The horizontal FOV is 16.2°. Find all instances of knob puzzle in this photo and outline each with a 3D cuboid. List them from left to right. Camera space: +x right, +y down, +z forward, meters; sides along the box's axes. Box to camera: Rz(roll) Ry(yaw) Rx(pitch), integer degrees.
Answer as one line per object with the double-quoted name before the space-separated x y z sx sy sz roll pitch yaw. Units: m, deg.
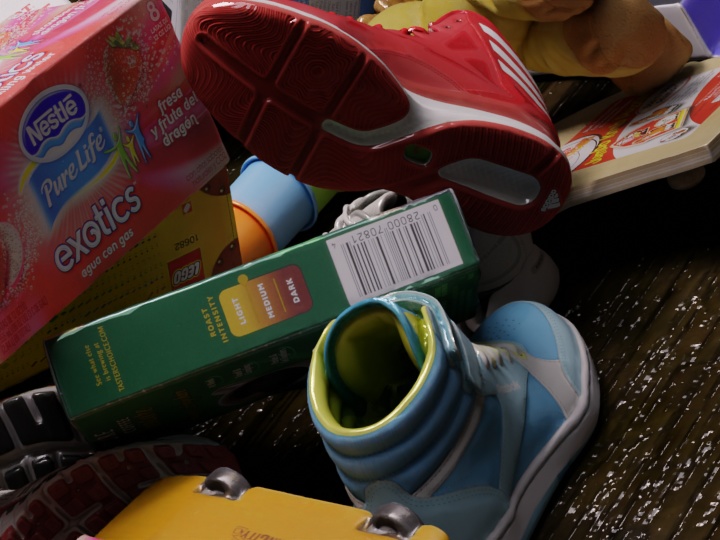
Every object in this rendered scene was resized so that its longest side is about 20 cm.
"knob puzzle" 0.139 -0.062 1.335 0.218 0.031 0.220 -25 13 6

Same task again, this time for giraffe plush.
"giraffe plush" 0.058 -0.128 1.384 0.162 0.172 0.200 -47 37 9

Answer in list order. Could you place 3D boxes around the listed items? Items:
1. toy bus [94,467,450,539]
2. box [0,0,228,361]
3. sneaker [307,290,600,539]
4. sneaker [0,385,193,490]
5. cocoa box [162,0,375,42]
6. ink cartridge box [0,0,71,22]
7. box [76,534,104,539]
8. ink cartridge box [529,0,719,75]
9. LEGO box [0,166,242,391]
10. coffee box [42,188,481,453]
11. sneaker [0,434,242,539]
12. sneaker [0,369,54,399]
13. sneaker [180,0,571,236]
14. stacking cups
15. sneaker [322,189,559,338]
"toy bus" -0.038 0.138 1.071 0.199 0.079 0.065 7 39 46
"box" -0.166 -0.039 1.153 0.102 0.095 0.200 -5 28 40
"sneaker" 0.042 0.043 1.119 0.079 0.131 0.200 -12 29 26
"sneaker" -0.178 0.094 1.281 0.198 0.079 0.090 -10 12 10
"cocoa box" -0.078 -0.200 1.621 0.130 0.134 0.200 -2 21 -18
"ink cartridge box" -0.198 -0.097 1.549 0.116 0.068 0.200 -37 55 -11
"box" -0.128 0.207 1.002 0.099 0.096 0.200 6 40 47
"ink cartridge box" 0.199 -0.187 1.505 0.199 0.044 0.198 0 35 38
"LEGO box" -0.185 -0.015 1.317 0.199 0.078 0.149 -26 33 -29
"coffee box" -0.043 0.026 1.171 0.199 0.044 0.123 -21 -12 -2
"sneaker" -0.151 0.124 1.196 0.199 0.078 0.082 -21 21 2
"sneaker" -0.166 0.025 1.395 0.118 0.074 0.200 9 38 42
"sneaker" 0.005 -0.092 1.221 0.079 0.199 0.116 -55 18 25
"stacking cups" -0.053 -0.034 1.423 0.060 0.061 0.200 0 37 39
"sneaker" 0.000 0.000 1.292 0.199 0.081 0.075 -14 30 24
